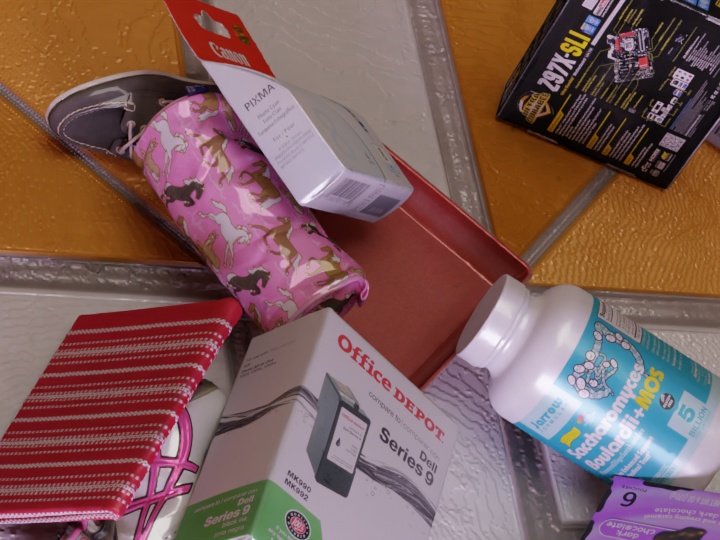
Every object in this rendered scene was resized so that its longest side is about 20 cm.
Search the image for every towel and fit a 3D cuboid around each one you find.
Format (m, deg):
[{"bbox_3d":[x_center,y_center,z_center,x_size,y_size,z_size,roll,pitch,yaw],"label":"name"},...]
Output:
[{"bbox_3d":[-0.171,0.094,1.522,0.023,0.144,0.200,59,40,-31],"label":"towel"}]

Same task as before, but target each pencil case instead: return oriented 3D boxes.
[{"bbox_3d":[-0.078,-0.037,1.635,0.200,0.087,0.083,53,22,18],"label":"pencil case"}]

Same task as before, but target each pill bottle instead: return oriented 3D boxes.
[{"bbox_3d":[0.170,0.085,1.667,0.199,0.111,0.111,32,49,-6],"label":"pill bottle"}]

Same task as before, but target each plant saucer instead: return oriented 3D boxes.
[{"bbox_3d":[0.000,0.000,1.716,0.199,0.037,0.200,40,49,8],"label":"plant saucer"}]

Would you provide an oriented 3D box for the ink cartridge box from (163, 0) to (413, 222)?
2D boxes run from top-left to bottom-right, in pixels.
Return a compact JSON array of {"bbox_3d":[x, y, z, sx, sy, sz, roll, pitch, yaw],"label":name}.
[{"bbox_3d":[-0.053,-0.131,1.669,0.201,0.047,0.160,57,15,13],"label":"ink cartridge box"}]

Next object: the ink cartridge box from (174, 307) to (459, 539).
[{"bbox_3d":[-0.027,0.148,1.529,0.146,0.084,0.201,43,44,-26],"label":"ink cartridge box"}]

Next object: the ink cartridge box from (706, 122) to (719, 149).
[{"bbox_3d":[0.367,-0.166,1.992,0.162,0.057,0.200,36,54,5],"label":"ink cartridge box"}]

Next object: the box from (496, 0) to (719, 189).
[{"bbox_3d":[0.219,-0.165,1.825,0.159,0.200,0.050,24,51,-5],"label":"box"}]

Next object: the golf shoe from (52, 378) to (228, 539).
[{"bbox_3d":[-0.137,0.161,1.518,0.092,0.073,0.200,36,58,-3],"label":"golf shoe"}]

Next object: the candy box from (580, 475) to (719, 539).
[{"bbox_3d":[0.217,0.243,1.555,0.167,0.072,0.200,7,42,28],"label":"candy box"}]

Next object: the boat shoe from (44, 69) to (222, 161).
[{"bbox_3d":[-0.136,-0.108,1.718,0.199,0.067,0.057,-3,52,-30],"label":"boat shoe"}]
